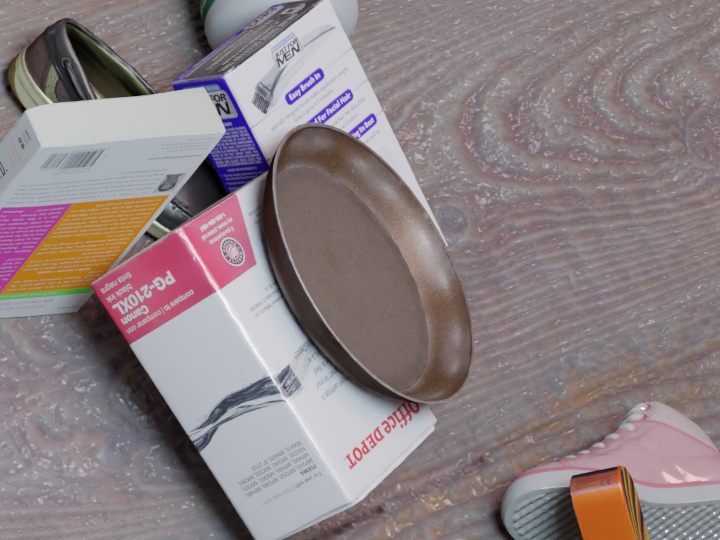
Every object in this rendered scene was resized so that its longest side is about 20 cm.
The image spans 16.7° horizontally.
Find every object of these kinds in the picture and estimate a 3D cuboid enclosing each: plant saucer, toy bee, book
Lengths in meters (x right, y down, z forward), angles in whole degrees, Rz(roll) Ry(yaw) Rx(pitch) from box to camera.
[{"bbox_3d":[0.000,0.000,1.571,0.200,0.032,0.200,40,35,-35],"label":"plant saucer"},{"bbox_3d":[0.178,0.220,1.658,0.131,0.200,0.109,8,14,8],"label":"toy bee"},{"bbox_3d":[-0.186,-0.036,1.475,0.134,0.200,0.048,-9,66,-42],"label":"book"}]

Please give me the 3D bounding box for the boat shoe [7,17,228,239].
[{"bbox_3d":[-0.146,-0.087,1.644,0.200,0.065,0.073,40,41,-9],"label":"boat shoe"}]

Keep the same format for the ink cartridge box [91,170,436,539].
[{"bbox_3d":[-0.057,0.054,1.552,0.200,0.084,0.145,58,30,-3],"label":"ink cartridge box"}]

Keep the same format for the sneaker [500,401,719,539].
[{"bbox_3d":[0.177,0.145,1.727,0.200,0.075,0.105,3,38,-24],"label":"sneaker"}]

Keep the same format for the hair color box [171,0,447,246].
[{"bbox_3d":[-0.032,-0.070,1.654,0.109,0.065,0.200,-41,116,-35],"label":"hair color box"}]

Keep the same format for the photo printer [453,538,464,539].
[{"bbox_3d":[0.079,0.241,1.458,0.166,0.069,0.200,38,21,14],"label":"photo printer"}]

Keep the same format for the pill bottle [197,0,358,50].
[{"bbox_3d":[-0.064,-0.212,1.768,0.113,0.113,0.200,7,55,-35],"label":"pill bottle"}]
